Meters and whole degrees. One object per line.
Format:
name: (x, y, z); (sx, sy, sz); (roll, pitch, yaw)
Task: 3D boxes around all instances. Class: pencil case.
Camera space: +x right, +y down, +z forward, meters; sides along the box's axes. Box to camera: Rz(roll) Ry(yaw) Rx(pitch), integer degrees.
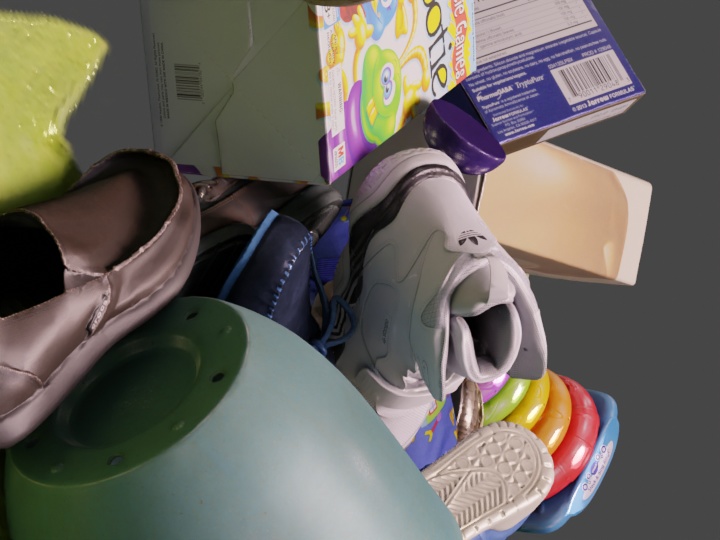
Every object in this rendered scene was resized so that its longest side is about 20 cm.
pencil case: (0.009, 0.051, 1.410); (0.087, 0.078, 0.201); (-59, 146, -44)

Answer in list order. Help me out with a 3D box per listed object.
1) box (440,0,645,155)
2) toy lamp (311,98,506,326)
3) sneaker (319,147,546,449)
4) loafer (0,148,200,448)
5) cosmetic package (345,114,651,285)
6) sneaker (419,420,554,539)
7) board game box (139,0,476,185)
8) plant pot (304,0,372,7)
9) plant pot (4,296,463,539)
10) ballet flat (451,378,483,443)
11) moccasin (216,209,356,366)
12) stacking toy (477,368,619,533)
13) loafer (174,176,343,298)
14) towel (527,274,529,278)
box: (0.072, -0.168, 1.409); (0.121, 0.032, 0.201); (-20, 76, -32)
toy lamp: (0.000, 0.000, 1.296); (0.200, 0.058, 0.058); (-53, 164, 18)
sneaker: (0.033, 0.046, 1.233); (0.075, 0.115, 0.201); (-10, 131, -26)
loafer: (-0.134, -0.002, 1.075); (0.200, 0.073, 0.072); (-57, 146, -46)
cosmetic package: (0.089, -0.044, 1.493); (0.200, 0.105, 0.071); (15, 84, -52)
sneaker: (0.009, 0.156, 1.306); (0.199, 0.077, 0.111); (-24, 158, -33)
board game box: (-0.022, -0.129, 1.266); (0.200, 0.103, 0.105); (-42, 133, -57)
plant pot: (0.019, -0.222, 1.149); (0.183, 0.200, 0.201); (-44, 134, -45)
plant pot: (-0.072, 0.111, 1.108); (0.161, 0.200, 0.201); (61, 39, -31)
ballet flat: (0.051, 0.156, 1.526); (0.046, 0.067, 0.201); (5, 99, -25)
moccasin: (-0.039, 0.041, 1.224); (0.081, 0.068, 0.200); (-55, 168, -30)
stacking toy: (0.080, 0.076, 1.578); (0.200, 0.109, 0.116); (52, 56, -38)
loafer: (-0.082, -0.019, 1.231); (0.072, 0.063, 0.200); (-54, 166, 27)
towel: (0.093, -0.082, 1.624); (0.148, 0.036, 0.201); (-6, 101, -67)
